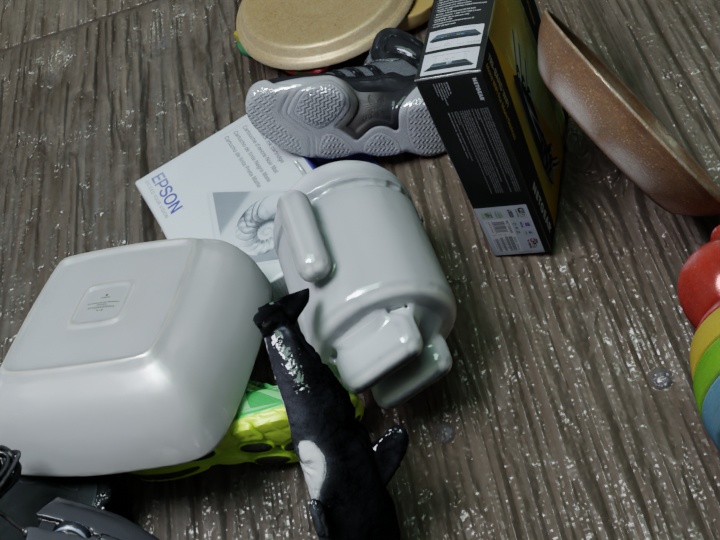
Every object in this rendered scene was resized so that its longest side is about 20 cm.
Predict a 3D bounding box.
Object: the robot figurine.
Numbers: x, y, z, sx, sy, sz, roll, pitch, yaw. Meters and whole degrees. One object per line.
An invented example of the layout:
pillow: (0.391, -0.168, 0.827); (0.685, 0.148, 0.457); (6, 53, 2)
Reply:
robot figurine: (0.000, 0.000, 0.784); (0.112, 0.169, 0.202); (-32, 52, 16)

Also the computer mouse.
computer mouse: (-0.181, 0.195, 0.672); (0.046, 0.199, 0.141); (-47, 8, 25)

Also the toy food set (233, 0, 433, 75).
toy food set: (-0.033, -0.270, 1.074); (0.200, 0.049, 0.197); (-43, 52, -15)

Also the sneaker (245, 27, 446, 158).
sneaker: (-0.004, -0.161, 0.948); (0.197, 0.076, 0.115); (2, 43, -9)

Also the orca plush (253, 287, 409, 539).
orca plush: (-0.003, 0.107, 0.700); (0.070, 0.105, 0.203); (-17, 86, 6)

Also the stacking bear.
stacking bear: (0.267, 0.057, 0.690); (0.112, 0.122, 0.201); (-10, 42, 2)

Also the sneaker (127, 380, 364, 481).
sneaker: (-0.096, 0.102, 0.794); (0.197, 0.074, 0.084); (-9, 55, 12)

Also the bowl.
bowl: (-0.179, 0.050, 0.792); (0.197, 0.075, 0.201); (-8, 39, 20)

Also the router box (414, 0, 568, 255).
router box: (0.109, -0.134, 0.822); (0.052, 0.201, 0.159); (-4, 53, 24)

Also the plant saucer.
plant saucer: (0.194, -0.108, 0.786); (0.037, 0.199, 0.201); (-43, 47, 20)

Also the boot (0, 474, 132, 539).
boot: (-0.265, 0.217, 0.771); (0.160, 0.074, 0.200); (10, 61, 16)

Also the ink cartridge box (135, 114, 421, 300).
ink cartridge box: (-0.077, -0.063, 0.935); (0.199, 0.041, 0.200); (-32, 51, -7)
